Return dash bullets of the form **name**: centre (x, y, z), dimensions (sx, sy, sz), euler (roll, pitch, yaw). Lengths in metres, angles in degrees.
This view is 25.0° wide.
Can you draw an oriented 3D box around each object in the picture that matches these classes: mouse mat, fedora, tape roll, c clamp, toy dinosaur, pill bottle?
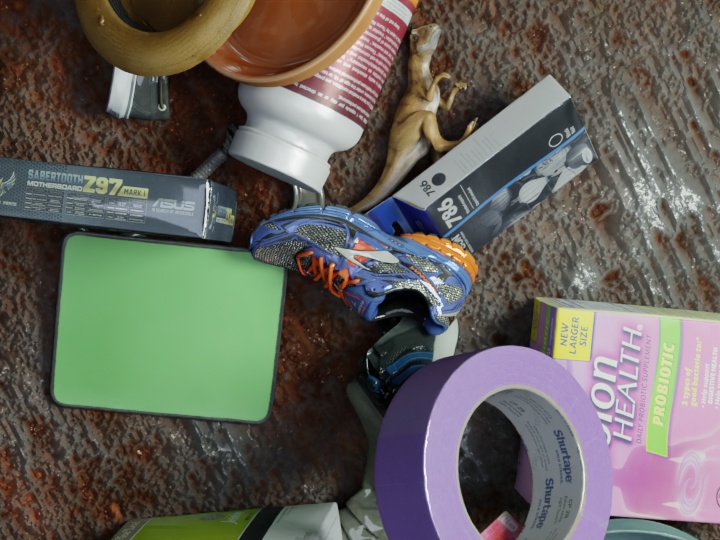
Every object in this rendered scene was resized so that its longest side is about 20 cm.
- **mouse mat**: centre (-0.167, 0.052, 1.418), dimensions (0.198, 0.008, 0.162), euler (6, 104, -7)
- **fedora**: centre (-0.135, -0.244, 1.285), dimensions (0.199, 0.082, 0.202), euler (-5, 78, 27)
- **tape roll**: centre (0.108, 0.163, 1.288), dimensions (0.199, 0.065, 0.202), euler (8, 76, -36)
- **c clamp**: centre (-0.138, -0.052, 1.411), dimensions (0.200, 0.027, 0.171), euler (-37, 98, 0)
- **toy dinosaur**: centre (0.046, -0.112, 1.418), dimensions (0.106, 0.060, 0.201), euler (20, 88, 16)
- **pill bottle**: centre (-0.034, -0.174, 1.359), dimensions (0.112, 0.113, 0.201), euler (23, 88, -7)

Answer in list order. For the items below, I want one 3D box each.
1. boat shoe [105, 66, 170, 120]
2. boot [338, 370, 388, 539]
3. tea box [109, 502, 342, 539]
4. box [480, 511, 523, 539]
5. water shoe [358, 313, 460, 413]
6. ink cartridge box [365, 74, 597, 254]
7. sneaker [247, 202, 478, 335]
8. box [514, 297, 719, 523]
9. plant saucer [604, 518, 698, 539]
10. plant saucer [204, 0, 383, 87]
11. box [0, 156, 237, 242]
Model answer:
- **boat shoe**: centre (-0.171, -0.225, 1.374), dimensions (0.056, 0.069, 0.201), euler (11, 101, -10)
- **boot**: centre (0.006, 0.202, 1.436), dimensions (0.130, 0.068, 0.201), euler (-29, 96, 4)
- **tea box**: centre (-0.120, 0.287, 1.345), dimensions (0.195, 0.200, 0.135), euler (-5, 97, 9)
- **box**: centre (0.081, 0.301, 1.332), dimensions (0.095, 0.200, 0.103), euler (44, 129, 13)
- **water shoe**: centre (0.032, 0.102, 1.376), dimensions (0.078, 0.201, 0.072), euler (17, 127, -2)
- **ink cartridge box**: centre (0.107, -0.073, 1.401), dimensions (0.200, 0.039, 0.100), euler (-37, 143, 0)
- **sneaker**: centre (0.000, 0.000, 1.376), dimensions (0.199, 0.075, 0.079), euler (13, 61, -1)
- **box**: centre (0.249, 0.122, 1.430), dimensions (0.198, 0.097, 0.177), euler (6, 94, -6)
- **plant saucer**: centre (0.233, 0.276, 1.435), dimensions (0.198, 0.036, 0.201), euler (3, 134, 3)
- **plant saucer**: centre (-0.057, -0.242, 1.306), dimensions (0.199, 0.032, 0.202), euler (-9, 72, 30)
- **box**: centre (-0.208, -0.058, 1.321), dimensions (0.198, 0.158, 0.051), euler (6, 91, 4)
